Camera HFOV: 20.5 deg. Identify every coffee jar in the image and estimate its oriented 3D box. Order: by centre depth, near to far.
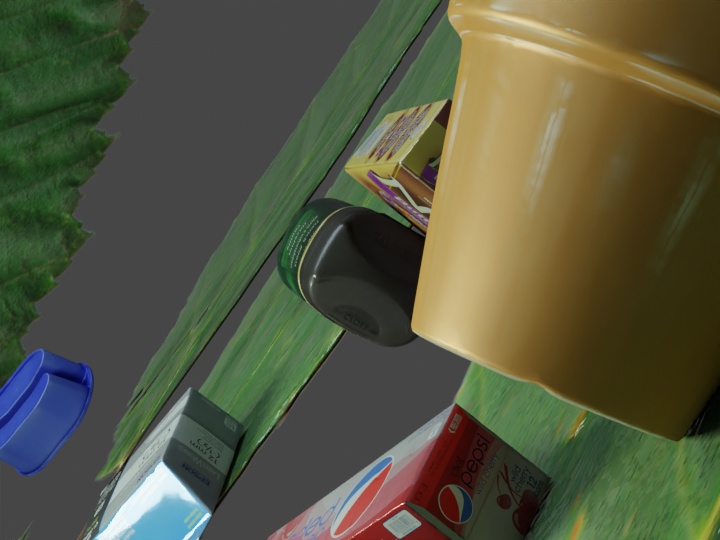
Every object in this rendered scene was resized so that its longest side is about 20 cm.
[{"bbox_3d":[0.000,0.000,1.462,0.086,0.104,0.200,-61,9,-1],"label":"coffee jar"}]

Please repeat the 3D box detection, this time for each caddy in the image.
[{"bbox_3d":[-0.483,0.218,3.032,0.200,0.105,0.142,-49,32,17],"label":"caddy"}]

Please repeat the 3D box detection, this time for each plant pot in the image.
[{"bbox_3d":[0.112,-0.035,0.844,0.200,0.199,0.184,-155,87,-81],"label":"plant pot"}]

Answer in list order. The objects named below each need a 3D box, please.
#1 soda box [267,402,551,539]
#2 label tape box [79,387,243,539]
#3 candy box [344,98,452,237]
[{"bbox_3d":[0.008,0.144,1.004,0.200,0.063,0.070,-41,15,49],"label":"soda box"},{"bbox_3d":[-0.179,0.206,1.688,0.143,0.066,0.200,-49,8,22],"label":"label tape box"},{"bbox_3d":[0.064,-0.053,1.309,0.057,0.117,0.200,-52,9,-6],"label":"candy box"}]
